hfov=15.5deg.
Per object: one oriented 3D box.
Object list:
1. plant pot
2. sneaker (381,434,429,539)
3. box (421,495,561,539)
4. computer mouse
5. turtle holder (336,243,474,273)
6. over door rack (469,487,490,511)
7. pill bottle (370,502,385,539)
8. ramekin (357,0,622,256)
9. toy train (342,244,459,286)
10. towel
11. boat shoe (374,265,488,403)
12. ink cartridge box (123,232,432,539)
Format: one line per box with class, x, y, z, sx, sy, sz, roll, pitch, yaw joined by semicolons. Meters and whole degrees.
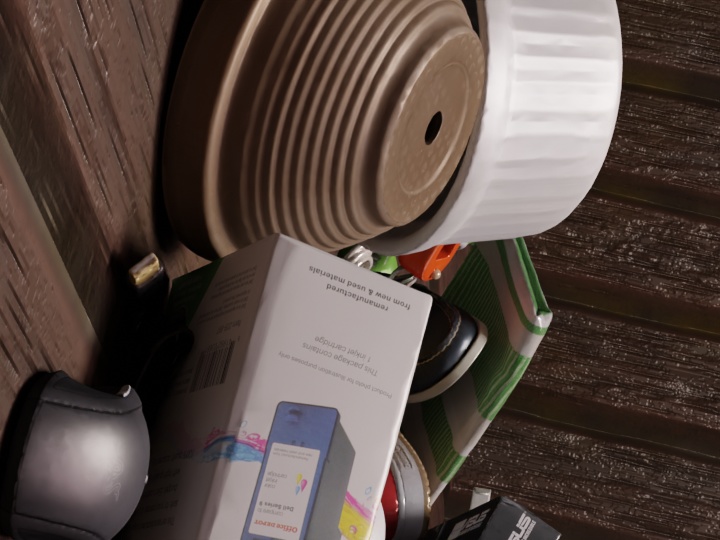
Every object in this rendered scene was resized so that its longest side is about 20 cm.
plant pot;-0.004;-0.084;1.269;0.201;0.092;0.201;-48;151;-38
sneaker;-0.040;0.118;1.670;0.200;0.112;0.072;-138;-132;-64
box;0.031;0.227;1.594;0.160;0.043;0.200;-58;-172;-22
computer mouse;-0.102;0.059;1.143;0.200;0.046;0.141;65;39;-78
turtle holder;0.059;-0.067;1.839;0.132;0.140;0.186;124;-26;-61
over door rack;0.014;0.204;1.807;0.200;0.147;0.067;-80;180;-70
pill bottle;-0.047;0.163;1.467;0.200;0.119;0.120;96;10;-45
ramekin;0.055;-0.108;1.424;0.200;0.097;0.201;2;-88;61
toy train;0.000;0.000;1.579;0.200;0.056;0.151;-22;146;-60
towel;0.054;0.075;1.713;0.200;0.023;0.153;-55;-158;19
boat shoe;0.021;0.033;1.710;0.075;0.062;0.200;-44;-161;-7
ink cartridge box;-0.055;0.099;1.231;0.145;0.087;0.201;-21;-130;64
